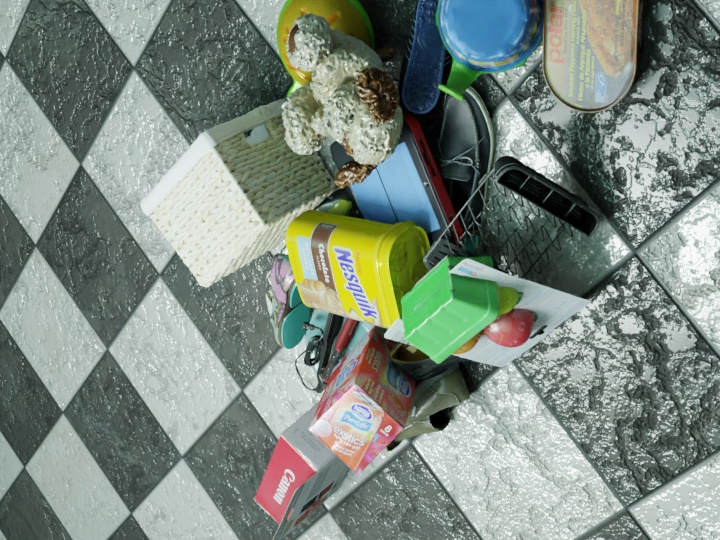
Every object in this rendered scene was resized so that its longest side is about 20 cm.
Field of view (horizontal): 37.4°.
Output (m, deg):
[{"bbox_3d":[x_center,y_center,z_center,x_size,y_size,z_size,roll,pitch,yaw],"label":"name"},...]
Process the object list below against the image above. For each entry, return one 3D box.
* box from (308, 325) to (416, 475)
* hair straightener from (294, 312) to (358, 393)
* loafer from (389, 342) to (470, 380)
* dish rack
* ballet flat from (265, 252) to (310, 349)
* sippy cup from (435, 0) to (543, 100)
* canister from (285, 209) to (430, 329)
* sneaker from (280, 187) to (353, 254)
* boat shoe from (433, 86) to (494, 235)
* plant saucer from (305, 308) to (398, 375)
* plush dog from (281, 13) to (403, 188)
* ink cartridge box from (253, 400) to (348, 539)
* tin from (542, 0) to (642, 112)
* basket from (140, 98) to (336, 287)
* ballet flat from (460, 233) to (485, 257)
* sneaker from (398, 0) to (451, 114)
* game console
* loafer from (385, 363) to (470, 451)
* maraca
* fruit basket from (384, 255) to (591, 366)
[{"bbox_3d":[0.009,0.174,1.470,0.095,0.200,0.100,41,110,-6],"label":"box"},{"bbox_3d":[-0.053,0.104,1.595,0.077,0.041,0.202,37,131,22],"label":"hair straightener"},{"bbox_3d":[0.128,0.087,1.433,0.199,0.072,0.074,-36,62,21],"label":"loafer"},{"bbox_3d":[0.179,-0.037,1.320,0.152,0.055,0.201,27,119,-21],"label":"dish rack"},{"bbox_3d":[-0.111,0.038,1.581,0.071,0.069,0.201,42,152,21],"label":"ballet flat"},{"bbox_3d":[0.148,-0.293,1.226,0.137,0.130,0.181,-6,102,13],"label":"sippy cup"},{"bbox_3d":[0.000,0.000,1.428,0.198,0.086,0.151,13,127,43],"label":"canister"},{"bbox_3d":[-0.047,-0.042,1.558,0.090,0.078,0.200,44,135,6],"label":"sneaker"},{"bbox_3d":[0.129,-0.138,1.378,0.074,0.062,0.204,15,115,35],"label":"boat shoe"},{"bbox_3d":[-0.016,0.123,1.615,0.197,0.036,0.204,16,116,34],"label":"plant saucer"},{"bbox_3d":[-0.003,-0.205,1.321,0.202,0.158,0.173,102,149,-49],"label":"plush dog"},{"bbox_3d":[-0.089,0.306,1.631,0.084,0.175,0.201,40,138,16],"label":"ink cartridge box"},{"bbox_3d":[0.265,-0.285,1.216,0.110,0.042,0.204,7,112,21],"label":"tin"},{"bbox_3d":[-0.171,-0.113,1.543,0.162,0.198,0.200,53,130,3],"label":"basket"},{"bbox_3d":[0.119,0.021,1.452,0.200,0.073,0.074,-41,81,38],"label":"ballet flat"},{"bbox_3d":[0.091,-0.298,1.342,0.069,0.078,0.203,18,100,-8],"label":"sneaker"},{"bbox_3d":[0.045,-0.098,1.415,0.176,0.031,0.203,-18,96,49],"label":"game console"},{"bbox_3d":[0.088,0.211,1.540,0.070,0.075,0.200,52,131,15],"label":"loafer"},{"bbox_3d":[-0.047,-0.288,1.433,0.134,0.108,0.203,10,130,11],"label":"maraca"},{"bbox_3d":[0.156,0.053,1.329,0.185,0.197,0.095,-45,45,44],"label":"fruit basket"}]
